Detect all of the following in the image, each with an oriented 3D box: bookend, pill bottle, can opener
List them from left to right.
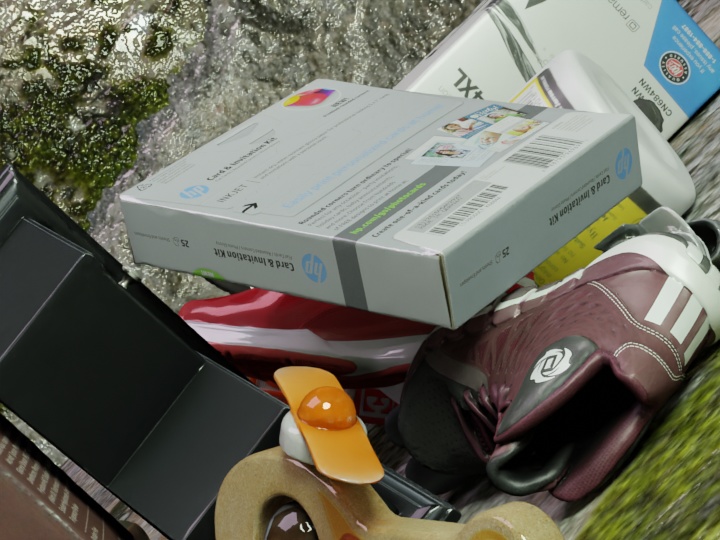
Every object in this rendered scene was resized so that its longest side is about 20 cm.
[{"bbox_3d":[-0.089,0.063,0.968,0.092,0.200,0.198,-51,30,-9],"label":"bookend"},{"bbox_3d":[0.078,-0.017,1.170,0.200,0.111,0.111,-41,6,16],"label":"pill bottle"},{"bbox_3d":[0.099,0.041,1.009,0.067,0.054,0.200,1,-33,-48],"label":"can opener"}]

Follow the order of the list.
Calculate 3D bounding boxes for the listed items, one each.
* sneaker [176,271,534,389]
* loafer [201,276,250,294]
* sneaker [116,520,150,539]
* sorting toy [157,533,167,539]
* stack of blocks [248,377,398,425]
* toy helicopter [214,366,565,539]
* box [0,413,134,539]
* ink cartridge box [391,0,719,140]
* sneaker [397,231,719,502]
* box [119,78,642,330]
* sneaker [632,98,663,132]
[{"bbox_3d":[0.000,0.000,1.114,0.078,0.198,0.117,46,-131,-71],"label":"sneaker"},{"bbox_3d":[-0.004,-0.008,1.270,0.073,0.198,0.072,-82,2,-85],"label":"loafer"},{"bbox_3d":[-0.210,0.167,1.099,0.199,0.090,0.067,-32,2,-3],"label":"sneaker"},{"bbox_3d":[-0.118,0.197,1.216,0.186,0.036,0.200,-58,3,26],"label":"sorting toy"},{"bbox_3d":[-0.028,0.056,1.286,0.200,0.114,0.059,-64,-18,-79],"label":"stack of blocks"},{"bbox_3d":[0.008,0.103,0.819,0.078,0.134,0.199,-6,0,-39],"label":"toy helicopter"},{"bbox_3d":[-0.224,0.128,0.957,0.166,0.200,0.164,-47,5,-3],"label":"box"},{"bbox_3d":[0.120,-0.112,1.385,0.200,0.146,0.084,-45,8,-4],"label":"ink cartridge box"},{"bbox_3d":[0.064,0.062,0.906,0.200,0.076,0.116,-37,12,45],"label":"sneaker"},{"bbox_3d":[0.009,-0.038,1.001,0.199,0.042,0.156,11,33,38],"label":"box"},{"bbox_3d":[0.101,-0.043,1.306,0.200,0.091,0.076,-42,4,3],"label":"sneaker"}]
